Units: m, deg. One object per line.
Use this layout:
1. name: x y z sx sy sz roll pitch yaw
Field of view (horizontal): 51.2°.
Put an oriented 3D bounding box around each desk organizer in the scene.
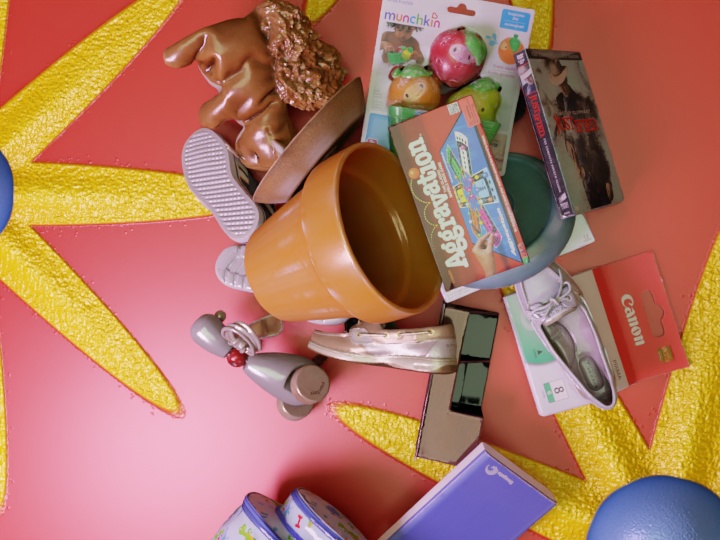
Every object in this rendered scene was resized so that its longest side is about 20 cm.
1. desk organizer: 0.126 0.146 0.970 0.077 0.072 0.201 11 93 6

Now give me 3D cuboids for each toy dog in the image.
1. toy dog: -0.115 0.107 0.989 0.132 0.097 0.200 -16 124 45

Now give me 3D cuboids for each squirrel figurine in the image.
1. squirrel figurine: -0.115 -0.231 0.966 0.199 0.142 0.187 -26 94 11

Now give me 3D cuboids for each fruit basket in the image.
1. fruit basket: 0.104 -0.223 0.897 0.184 0.094 0.201 9 107 -5

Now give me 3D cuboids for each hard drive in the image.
1. hard drive: 0.133 0.322 0.957 0.132 0.025 0.200 37 106 -19

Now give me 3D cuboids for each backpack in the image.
1. backpack: -0.079 0.362 0.954 0.200 0.183 0.147 33 80 12

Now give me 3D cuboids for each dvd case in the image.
1. dvd case: 0.256 -0.169 0.913 0.022 0.146 0.201 -19 87 43

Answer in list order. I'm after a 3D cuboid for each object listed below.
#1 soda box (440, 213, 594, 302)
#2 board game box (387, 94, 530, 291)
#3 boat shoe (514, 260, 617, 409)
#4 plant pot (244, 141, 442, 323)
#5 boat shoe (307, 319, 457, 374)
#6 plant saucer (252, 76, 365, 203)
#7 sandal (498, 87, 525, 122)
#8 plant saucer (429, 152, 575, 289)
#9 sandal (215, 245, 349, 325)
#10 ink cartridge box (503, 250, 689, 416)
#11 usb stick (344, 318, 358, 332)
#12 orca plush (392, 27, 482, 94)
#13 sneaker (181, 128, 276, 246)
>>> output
1. soda box: 0.189 -0.028 0.959 0.199 0.064 0.068 -23 88 8
2. board game box: 0.112 -0.087 0.859 0.102 0.019 0.201 -20 93 9
3. boat shoe: 0.250 0.072 0.904 0.074 0.065 0.203 -26 92 7
4. plant pot: -0.032 -0.023 0.884 0.183 0.200 0.201 -20 88 35
5. boat shoe: 0.028 0.086 0.941 0.199 0.074 0.067 5 85 23
6. plant saucer: -0.054 -0.149 0.925 0.035 0.200 0.200 41 97 -2
7. sandal: 0.124 -0.177 0.981 0.199 0.045 0.075 -29 93 -6
8. plant saucer: 0.162 -0.071 0.927 0.199 0.027 0.201 -10 58 17
9. sandal: -0.097 0.015 1.013 0.202 0.050 0.083 22 78 13
10. ink cartridge box: 0.300 0.080 0.954 0.199 0.050 0.162 -18 89 11
11. usb stick: 0.000 0.000 1.004 0.055 0.033 0.201 -4 91 17
12. orca plush: 0.092 -0.258 0.982 0.105 0.071 0.200 30 110 -38
13. sneaker: -0.173 -0.103 1.010 0.078 0.079 0.200 -38 61 11
